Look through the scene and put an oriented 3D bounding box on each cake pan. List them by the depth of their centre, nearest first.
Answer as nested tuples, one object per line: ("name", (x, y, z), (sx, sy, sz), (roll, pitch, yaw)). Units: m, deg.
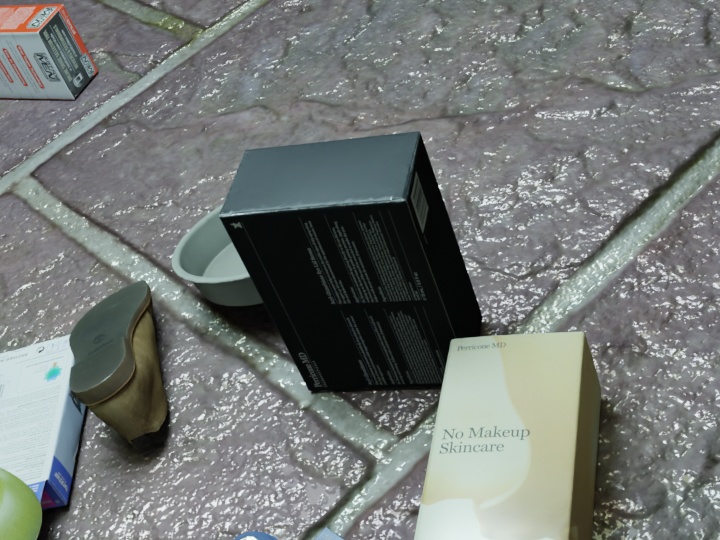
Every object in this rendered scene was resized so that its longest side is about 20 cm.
("cake pan", (-0.069, -0.032, 1.038), (0.200, 0.037, 0.200), (-18, 26, 9))

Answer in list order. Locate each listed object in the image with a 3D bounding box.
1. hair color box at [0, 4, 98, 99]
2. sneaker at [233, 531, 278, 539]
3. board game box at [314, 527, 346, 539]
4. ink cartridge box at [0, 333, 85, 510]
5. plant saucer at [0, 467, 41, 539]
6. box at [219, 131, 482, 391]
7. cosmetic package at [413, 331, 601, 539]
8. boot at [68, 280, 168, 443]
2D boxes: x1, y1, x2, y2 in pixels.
("hair color box", (-0.434, -0.268, 1.439), (0.200, 0.102, 0.061), (7, 48, 28))
("sneaker", (-0.098, 0.243, 0.749), (0.075, 0.088, 0.200), (-2, 43, 24))
("board game box", (0.058, 0.236, 0.651), (0.200, 0.136, 0.035), (24, 58, 40))
("ink cartridge box", (-0.295, 0.145, 0.979), (0.119, 0.042, 0.200), (-15, 38, 10))
("plant saucer", (-0.334, 0.189, 0.842), (0.200, 0.031, 0.200), (-6, 25, 3))
("box", (0.000, 0.000, 0.880), (0.141, 0.200, 0.079), (-5, 45, 18))
("cosmetic package", (0.102, 0.139, 0.785), (0.105, 0.071, 0.200), (-6, 43, 19))
("boot", (-0.201, 0.076, 1.000), (0.074, 0.076, 0.200), (-29, 26, 8))
